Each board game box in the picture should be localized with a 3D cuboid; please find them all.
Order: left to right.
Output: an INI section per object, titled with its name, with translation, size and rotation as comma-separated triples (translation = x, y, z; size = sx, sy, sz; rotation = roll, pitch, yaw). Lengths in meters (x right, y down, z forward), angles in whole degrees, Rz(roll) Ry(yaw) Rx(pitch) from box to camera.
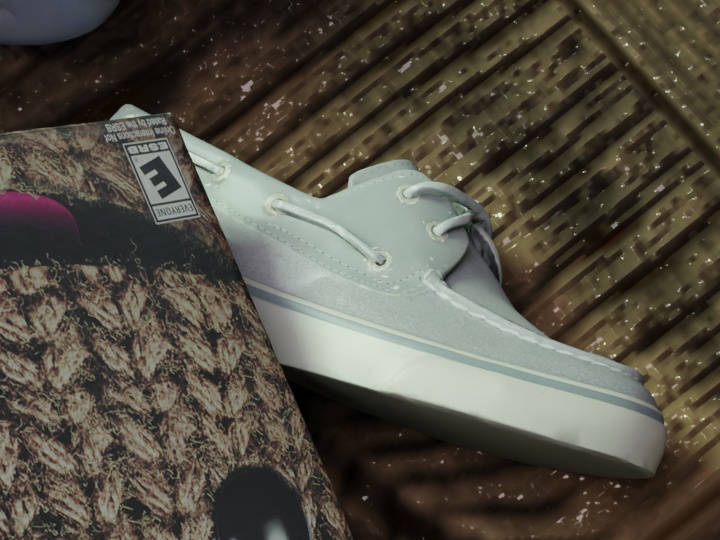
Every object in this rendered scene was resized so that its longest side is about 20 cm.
[board game box]
translation = -0.094, 0.076, 0.610
size = 0.097, 0.159, 0.200
rotation = -34, 75, 42

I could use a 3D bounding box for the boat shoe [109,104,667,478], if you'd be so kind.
[boat shoe]
translation = 0.000, 0.000, 0.693
size = 0.201, 0.070, 0.072
rotation = 20, 82, 23

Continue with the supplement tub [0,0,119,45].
[supplement tub]
translation = -0.113, -0.186, 0.747
size = 0.145, 0.145, 0.200
rotation = 13, 75, 18
